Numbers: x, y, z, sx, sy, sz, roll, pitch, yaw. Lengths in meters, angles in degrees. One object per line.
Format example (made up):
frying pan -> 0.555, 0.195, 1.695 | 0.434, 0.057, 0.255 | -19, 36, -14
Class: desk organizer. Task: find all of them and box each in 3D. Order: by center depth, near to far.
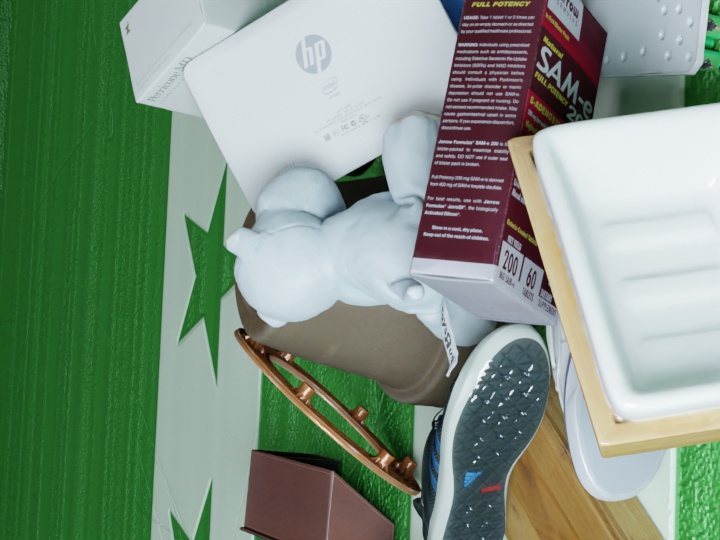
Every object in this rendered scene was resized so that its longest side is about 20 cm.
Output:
desk organizer -> -0.039, 0.211, 1.354 | 0.200, 0.071, 0.078 | 178, 98, -65

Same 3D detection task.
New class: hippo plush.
hippo plush -> 0.000, 0.000, 1.048 | 0.160, 0.159, 0.201 | 60, -152, -44

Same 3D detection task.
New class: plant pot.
plant pot -> -0.002, 0.006, 1.188 | 0.200, 0.173, 0.203 | -177, 90, -66

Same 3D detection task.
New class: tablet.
tablet -> -0.022, -0.138, 1.088 | 0.199, 0.014, 0.131 | -28, 91, 18

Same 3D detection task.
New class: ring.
ring -> -0.023, 0.110, 1.221 | 0.019, 0.200, 0.200 | -48, 30, 1

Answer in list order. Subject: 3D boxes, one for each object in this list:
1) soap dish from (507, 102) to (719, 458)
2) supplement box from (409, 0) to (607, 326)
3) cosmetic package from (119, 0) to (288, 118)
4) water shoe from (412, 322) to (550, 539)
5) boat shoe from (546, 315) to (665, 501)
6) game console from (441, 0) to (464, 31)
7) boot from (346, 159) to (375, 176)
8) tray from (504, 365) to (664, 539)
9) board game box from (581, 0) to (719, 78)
soap dish -> 0.177, 0.006, 0.830 | 0.082, 0.156, 0.201 | 93, 167, -55
supplement box -> 0.096, -0.077, 0.942 | 0.060, 0.109, 0.202 | 4, 77, 30
cosmetic package -> -0.078, -0.175, 1.200 | 0.107, 0.199, 0.086 | -40, 54, 40
water shoe -> 0.071, 0.113, 1.035 | 0.079, 0.071, 0.202 | -126, 43, -52
boat shoe -> 0.156, 0.053, 0.972 | 0.065, 0.073, 0.202 | 137, 142, -62
game console -> 0.059, -0.160, 1.094 | 0.173, 0.117, 0.202 | -123, 33, -61
boot -> 0.031, -0.155, 1.266 | 0.138, 0.077, 0.202 | 46, 129, 52
tray -> 0.132, 0.153, 1.034 | 0.201, 0.037, 0.099 | -119, 41, -49
board game box -> 0.182, -0.228, 0.999 | 0.200, 0.026, 0.202 | -167, 82, -65
